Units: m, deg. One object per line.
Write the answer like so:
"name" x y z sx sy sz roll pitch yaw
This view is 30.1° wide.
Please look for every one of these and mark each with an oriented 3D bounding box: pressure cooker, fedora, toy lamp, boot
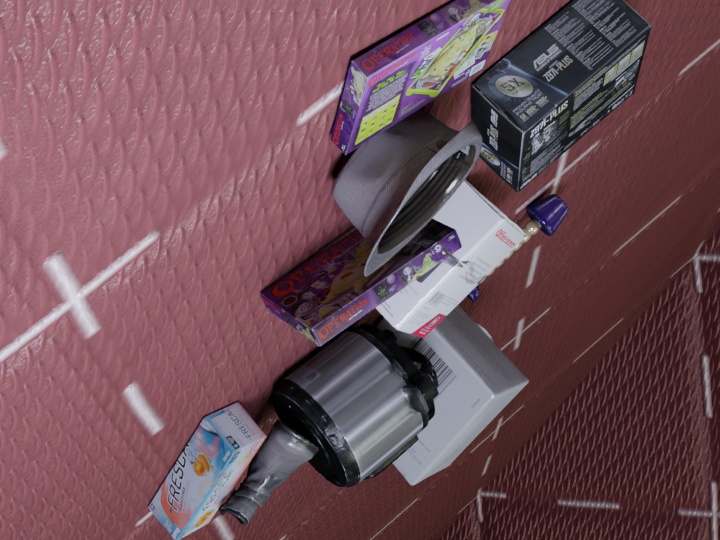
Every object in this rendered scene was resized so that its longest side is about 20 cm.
"pressure cooker" 0.005 0.171 1.800 0.200 0.176 0.179 -37 159 -21
"fedora" 0.038 -0.097 1.394 0.200 0.090 0.177 -44 167 -29
"toy lamp" 0.227 -0.036 2.003 0.200 0.058 0.058 -42 162 -1
"boot" -0.124 0.274 1.756 0.132 0.070 0.200 -53 176 -20

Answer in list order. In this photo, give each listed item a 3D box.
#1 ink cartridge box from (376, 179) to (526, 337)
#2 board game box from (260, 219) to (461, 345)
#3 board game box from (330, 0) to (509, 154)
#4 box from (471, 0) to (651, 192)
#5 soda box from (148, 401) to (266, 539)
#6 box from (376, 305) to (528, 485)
"ink cartridge box" 0.108 -0.014 1.750 0.200 0.083 0.145 -46 162 6
"board game box" 0.000 0.000 1.489 0.200 0.120 0.032 -35 119 -19
"board game box" 0.060 -0.201 1.311 0.200 0.032 0.120 -34 164 -29
"box" 0.227 -0.210 1.553 0.200 0.086 0.164 -40 162 -10
"soda box" -0.202 0.264 1.750 0.068 0.064 0.200 -21 151 -50
"box" 0.095 0.164 1.938 0.200 0.199 0.131 -51 161 24
